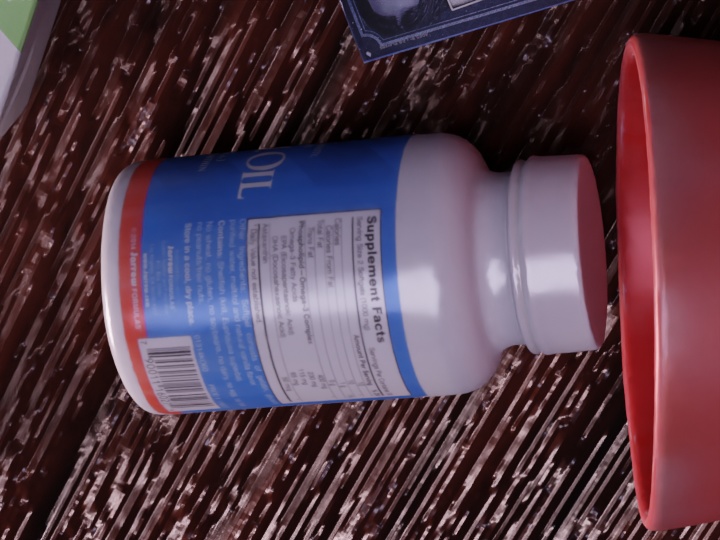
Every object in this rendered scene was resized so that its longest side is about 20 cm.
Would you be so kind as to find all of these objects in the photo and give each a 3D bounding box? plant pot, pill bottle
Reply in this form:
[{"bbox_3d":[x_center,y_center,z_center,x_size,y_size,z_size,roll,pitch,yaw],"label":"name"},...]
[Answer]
[{"bbox_3d":[0.196,0.002,1.070,0.177,0.200,0.201,-2,114,1],"label":"plant pot"},{"bbox_3d":[0.000,0.000,1.139,0.200,0.112,0.112,-5,113,12],"label":"pill bottle"}]

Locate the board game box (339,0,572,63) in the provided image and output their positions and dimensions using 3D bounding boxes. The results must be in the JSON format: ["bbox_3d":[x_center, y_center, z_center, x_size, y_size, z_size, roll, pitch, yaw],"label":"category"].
[{"bbox_3d":[0.072,-0.176,1.085,0.200,0.035,0.136,-16,111,18],"label":"board game box"}]

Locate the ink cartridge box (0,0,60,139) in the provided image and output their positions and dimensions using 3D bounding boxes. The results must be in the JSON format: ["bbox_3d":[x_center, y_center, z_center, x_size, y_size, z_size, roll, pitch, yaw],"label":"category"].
[{"bbox_3d":[-0.226,-0.143,1.140,0.200,0.067,0.117,22,115,-1],"label":"ink cartridge box"}]
